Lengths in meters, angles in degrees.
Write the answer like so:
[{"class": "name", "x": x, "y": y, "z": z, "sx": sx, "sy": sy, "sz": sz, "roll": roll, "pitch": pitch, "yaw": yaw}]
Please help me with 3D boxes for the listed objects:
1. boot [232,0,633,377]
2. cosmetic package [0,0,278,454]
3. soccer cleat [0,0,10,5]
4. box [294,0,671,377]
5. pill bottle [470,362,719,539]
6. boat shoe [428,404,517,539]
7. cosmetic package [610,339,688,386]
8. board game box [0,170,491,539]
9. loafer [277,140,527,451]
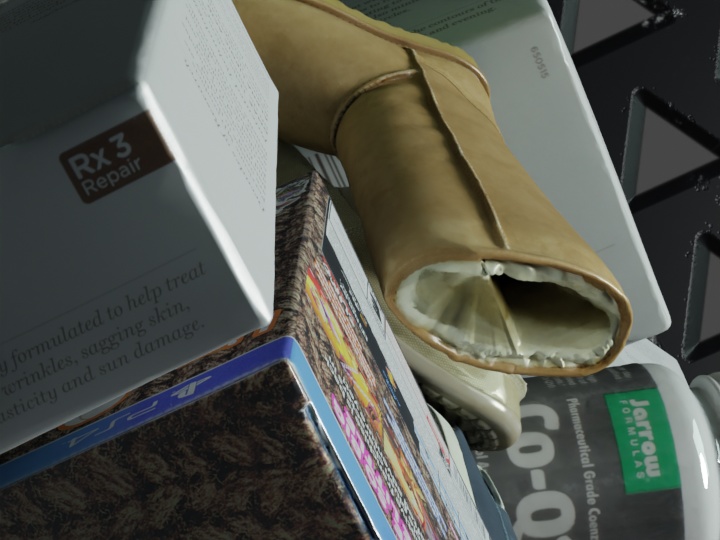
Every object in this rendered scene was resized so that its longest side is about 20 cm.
[{"class": "boot", "x": 0.002, "y": -0.044, "z": 0.702, "sx": 0.201, "sy": 0.173, "sz": 0.067, "roll": -109, "pitch": -149, "yaw": -56}, {"class": "cosmetic package", "x": -0.080, "y": -0.031, "z": 0.495, "sx": 0.075, "sy": 0.101, "sz": 0.200, "roll": 62, "pitch": 10, "yaw": -22}, {"class": "soccer cleat", "x": -0.091, "y": -0.089, "z": 0.647, "sx": 0.200, "sy": 0.084, "sz": 0.069, "roll": 55, "pitch": 13, "yaw": -56}, {"class": "box", "x": 0.028, "y": -0.048, "z": 0.934, "sx": 0.172, "sy": 0.197, "sz": 0.201, "roll": -102, "pitch": 167, "yaw": -59}, {"class": "pill bottle", "x": 0.100, "y": 0.104, "z": 0.825, "sx": 0.113, "sy": 0.198, "sz": 0.115, "roll": 173, "pitch": -90, "yaw": -84}, {"class": "boat shoe", "x": 0.039, "y": 0.140, "z": 0.681, "sx": 0.062, "sy": 0.075, "sz": 0.201, "roll": 38, "pitch": 22, "yaw": -36}, {"class": "cosmetic package", "x": 0.112, "y": 0.088, "z": 1.132, "sx": 0.198, "sy": 0.123, "sz": 0.200, "roll": 34, "pitch": 17, "yaw": -13}, {"class": "board game box", "x": -0.026, "y": 0.081, "z": 0.544, "sx": 0.200, "sy": 0.096, "sz": 0.161, "roll": -87, "pitch": 152, "yaw": -74}, {"class": "loafer", "x": 0.000, "y": 0.000, "z": 0.774, "sx": 0.199, "sy": 0.068, "sz": 0.076, "roll": 39, "pitch": -16, "yaw": 16}]
